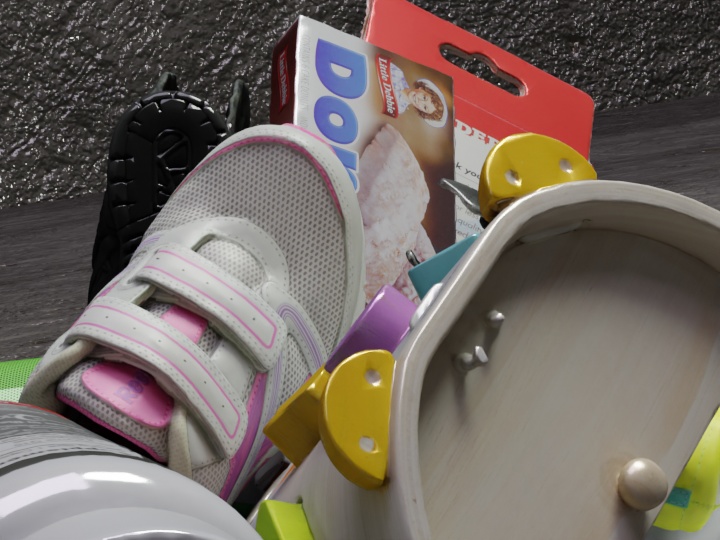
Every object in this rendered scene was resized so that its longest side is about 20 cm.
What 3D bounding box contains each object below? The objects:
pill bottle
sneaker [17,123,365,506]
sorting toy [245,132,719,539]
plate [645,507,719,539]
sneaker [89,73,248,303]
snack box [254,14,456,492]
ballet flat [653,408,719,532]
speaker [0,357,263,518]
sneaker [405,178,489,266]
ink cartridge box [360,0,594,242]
[{"bbox_3d":[-0.081,0.099,0.696,0.113,0.115,0.200,-9,7,-20],"label":"pill bottle"},{"bbox_3d":[-0.058,0.038,0.852,0.081,0.201,0.088,22,-15,10],"label":"sneaker"},{"bbox_3d":[0.010,0.066,0.795,0.180,0.107,0.200,-37,12,49],"label":"sorting toy"},{"bbox_3d":[0.139,0.093,0.882,0.199,0.033,0.199,-11,8,-40],"label":"plate"},{"bbox_3d":[-0.071,0.013,0.970,0.060,0.201,0.104,7,-15,0],"label":"sneaker"},{"bbox_3d":[0.000,0.000,0.973,0.072,0.201,0.024,20,-40,-24],"label":"snack box"},{"bbox_3d":[0.146,0.048,0.912,0.067,0.067,0.200,24,26,33],"label":"ballet flat"},{"bbox_3d":[-0.103,0.073,1.086,0.199,0.089,0.088,-7,6,3],"label":"speaker"},{"bbox_3d":[0.089,0.008,0.991,0.104,0.060,0.200,34,12,13],"label":"sneaker"},{"bbox_3d":[0.024,-0.008,1.064,0.116,0.201,0.067,26,-45,-14],"label":"ink cartridge box"}]
